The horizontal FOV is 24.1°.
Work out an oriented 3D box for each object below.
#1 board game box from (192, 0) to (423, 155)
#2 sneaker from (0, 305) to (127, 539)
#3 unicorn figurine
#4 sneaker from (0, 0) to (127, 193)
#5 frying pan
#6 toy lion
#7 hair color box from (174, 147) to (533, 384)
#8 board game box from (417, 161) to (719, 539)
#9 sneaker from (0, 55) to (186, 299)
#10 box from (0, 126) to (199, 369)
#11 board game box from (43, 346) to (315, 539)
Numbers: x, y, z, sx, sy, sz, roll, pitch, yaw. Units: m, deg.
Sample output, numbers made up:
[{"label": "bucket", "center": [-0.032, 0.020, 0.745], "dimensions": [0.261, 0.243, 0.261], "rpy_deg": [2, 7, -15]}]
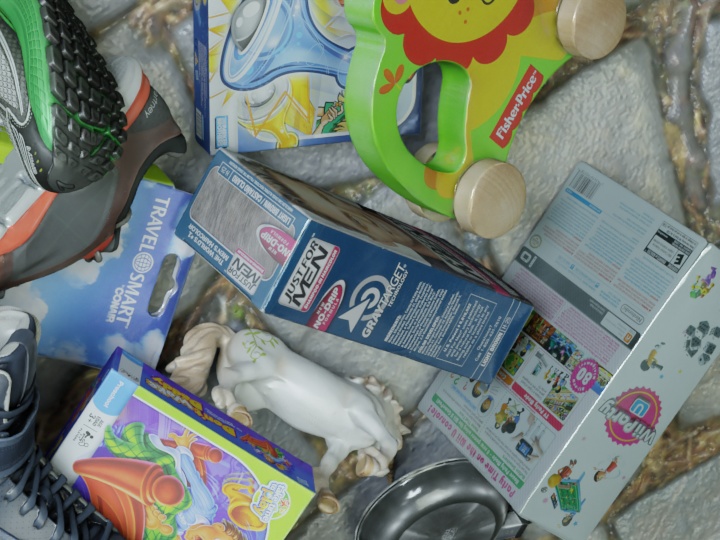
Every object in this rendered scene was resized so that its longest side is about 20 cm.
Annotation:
[{"label": "board game box", "center": [-0.029, -0.171, 0.970], "dimensions": [0.135, 0.034, 0.201], "rpy_deg": [-8, 115, -20]}, {"label": "sneaker", "center": [-0.164, 0.105, 0.864], "dimensions": [0.202, 0.077, 0.146], "rpy_deg": [23, 114, -8]}, {"label": "unicorn figurine", "center": [-0.027, 0.091, 1.041], "dimensions": [0.074, 0.137, 0.200], "rpy_deg": [-40, 109, 21]}, {"label": "sneaker", "center": [-0.180, -0.108, 0.851], "dimensions": [0.085, 0.200, 0.078], "rpy_deg": [-33, 144, 5]}, {"label": "frying pan", "center": [0.077, 0.184, 1.165], "dimensions": [0.190, 0.031, 0.115], "rpy_deg": [27, 115, -41]}, {"label": "toy lion", "center": [0.054, -0.144, 0.968], "dimensions": [0.192, 0.069, 0.200], "rpy_deg": [34, 82, -41]}, {"label": "hair color box", "center": [0.000, 0.000, 0.991], "dimensions": [0.200, 0.100, 0.061], "rpy_deg": [20, 103, -45]}, {"label": "board game box", "center": [0.141, 0.050, 1.073], "dimensions": [0.064, 0.148, 0.200], "rpy_deg": [30, 98, -33]}, {"label": "sneaker", "center": [-0.168, -0.019, 0.900], "dimensions": [0.200, 0.077, 0.082], "rpy_deg": [-45, 126, -1]}, {"label": "box", "center": [-0.197, -0.017, 0.956], "dimensions": [0.200, 0.048, 0.122], "rpy_deg": [13, 106, -27]}, {"label": "board game box", "center": [-0.136, 0.163, 0.954], "dimensions": [0.134, 0.045, 0.200], "rpy_deg": [32, 99, -11]}]
